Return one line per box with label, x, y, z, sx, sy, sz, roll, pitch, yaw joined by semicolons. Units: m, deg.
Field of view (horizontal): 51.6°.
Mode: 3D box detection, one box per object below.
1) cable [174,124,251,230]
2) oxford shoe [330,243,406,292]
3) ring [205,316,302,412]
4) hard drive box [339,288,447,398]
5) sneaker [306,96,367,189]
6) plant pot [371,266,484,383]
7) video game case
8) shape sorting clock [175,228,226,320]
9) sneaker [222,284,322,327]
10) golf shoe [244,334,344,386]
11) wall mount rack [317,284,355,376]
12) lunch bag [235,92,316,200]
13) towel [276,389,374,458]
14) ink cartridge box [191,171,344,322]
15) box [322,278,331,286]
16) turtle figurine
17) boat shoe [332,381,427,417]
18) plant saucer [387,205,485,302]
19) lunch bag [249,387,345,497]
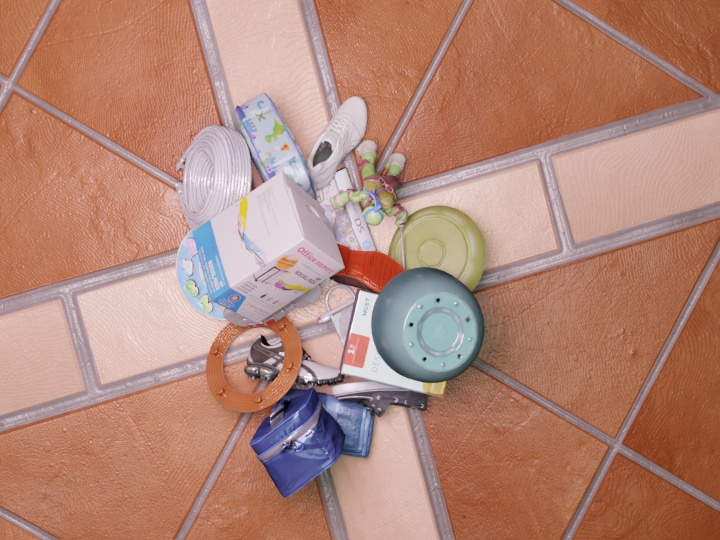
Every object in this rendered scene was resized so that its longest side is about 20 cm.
cable;-0.265;-0.160;1.358;0.068;0.200;0.203;4;56;-37
oxford shoe;0.000;0.000;1.386;0.196;0.072;0.073;21;71;-17
ring;-0.204;0.166;1.401;0.196;0.019;0.205;-8;62;15
hard drive box;0.072;0.134;1.378;0.195;0.077;0.160;13;90;-4
sneaker;-0.043;-0.252;1.420;0.069;0.080;0.203;27;76;6
plant pot;0.122;0.098;1.263;0.195;0.161;0.206;0;91;-5
video game case;-0.086;-0.080;1.456;0.196;0.025;0.184;-22;93;-4
shape sorting clock;-0.260;-0.006;1.433;0.195;0.039;0.205;0;93;-1
sneaker;-0.166;0.043;1.401;0.196;0.077;0.083;-18;55;7
golf shoe;-0.123;0.171;1.423;0.195;0.078;0.097;7;80;7
wall mount rack;0.017;0.110;1.444;0.171;0.075;0.203;-27;94;-6
lunch bag;-0.155;-0.207;1.371;0.081;0.161;0.203;-27;75;-5
towel;-0.072;0.297;1.454;0.195;0.049;0.114;9;90;-4
ink cartridge box;-0.156;-0.036;1.280;0.198;0.147;0.147;-31;59;15
box;-0.124;-0.054;1.423;0.039;0.041;0.200;-45;94;-1
turtle figurine;0.018;-0.132;1.414;0.140;0.202;0.197;1;51;13
boat shoe;0.041;0.249;1.437;0.196;0.070;0.068;3;75;-23
plant saucer;0.140;-0.029;1.429;0.196;0.031;0.205;-4;79;21
lunch bag;-0.116;0.296;1.327;0.135;0.200;0.134;-35;91;2
